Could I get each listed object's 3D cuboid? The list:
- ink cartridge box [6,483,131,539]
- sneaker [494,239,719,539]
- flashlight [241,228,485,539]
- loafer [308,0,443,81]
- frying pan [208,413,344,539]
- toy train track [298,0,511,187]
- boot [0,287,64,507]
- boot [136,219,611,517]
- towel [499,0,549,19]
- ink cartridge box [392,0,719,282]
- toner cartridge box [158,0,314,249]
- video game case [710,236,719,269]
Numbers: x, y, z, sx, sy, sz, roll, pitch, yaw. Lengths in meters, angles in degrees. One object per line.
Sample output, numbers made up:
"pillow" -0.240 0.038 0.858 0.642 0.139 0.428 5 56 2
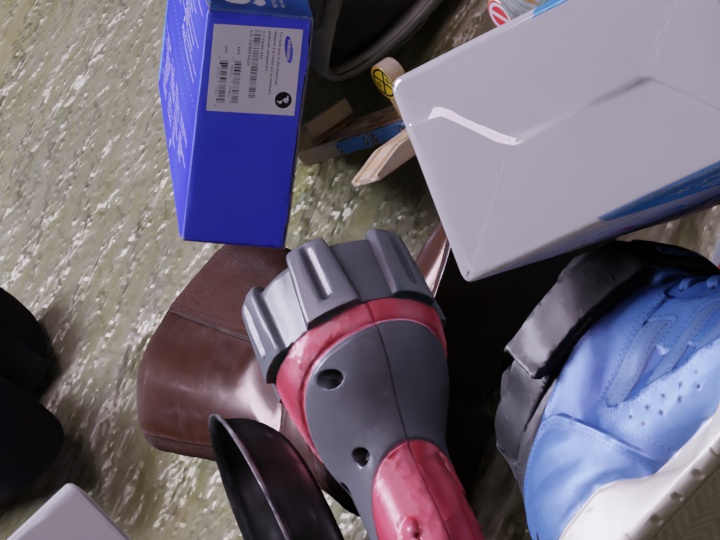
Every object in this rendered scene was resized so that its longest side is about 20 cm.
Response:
"ink cartridge box" -0.149 0.186 0.950 0.200 0.084 0.145 -43 -9 -25
"sneaker" 0.118 0.012 0.848 0.200 0.076 0.112 -49 44 23
"flashlight" 0.025 0.082 0.897 0.068 0.068 0.201 -41 55 24
"loafer" 0.040 -0.160 1.125 0.200 0.070 0.070 -53 30 22
"frying pan" -0.019 0.094 0.933 0.031 0.116 0.190 -23 -7 -12
"toy train track" 0.019 -0.071 1.060 0.114 0.033 0.200 -36 9 -24
"boot" -0.220 0.113 1.203 0.200 0.068 0.188 -49 25 12
"boot" 0.000 0.000 1.058 0.200 0.064 0.187 14 72 59
"towel" 0.137 -0.130 0.860 0.199 0.171 0.048 -21 83 1
"ink cartridge box" 0.113 -0.060 0.863 0.115 0.200 0.068 -24 86 32
"toner cartridge box" -0.054 -0.089 1.122 0.200 0.043 0.096 -106 24 -67
"video game case" 0.178 0.019 0.853 0.199 0.017 0.144 4 66 53
